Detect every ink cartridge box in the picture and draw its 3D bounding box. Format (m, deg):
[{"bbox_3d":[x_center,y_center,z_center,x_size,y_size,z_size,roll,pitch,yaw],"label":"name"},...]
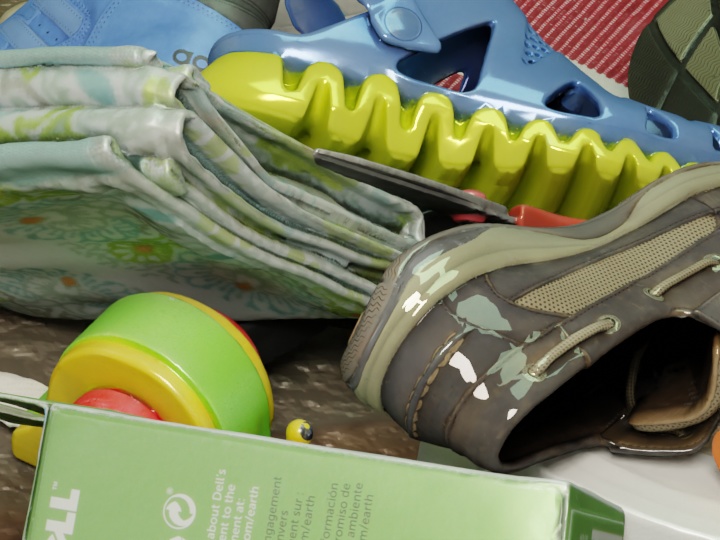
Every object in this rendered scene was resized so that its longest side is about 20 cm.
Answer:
[{"bbox_3d":[-0.032,0.077,0.708,0.199,0.060,0.104,8,-7,15],"label":"ink cartridge box"}]

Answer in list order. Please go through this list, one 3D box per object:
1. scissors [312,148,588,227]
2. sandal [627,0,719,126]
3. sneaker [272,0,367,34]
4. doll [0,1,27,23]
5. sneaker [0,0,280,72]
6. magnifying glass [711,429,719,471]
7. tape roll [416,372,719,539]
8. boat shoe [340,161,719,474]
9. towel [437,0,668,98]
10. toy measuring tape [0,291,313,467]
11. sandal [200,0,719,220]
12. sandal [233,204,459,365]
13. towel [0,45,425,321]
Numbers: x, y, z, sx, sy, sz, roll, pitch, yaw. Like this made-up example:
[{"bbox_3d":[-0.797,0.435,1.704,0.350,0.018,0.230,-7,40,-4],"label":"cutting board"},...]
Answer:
[{"bbox_3d":[0.045,-0.018,0.767,0.073,0.014,0.200,5,-8,16],"label":"scissors"},{"bbox_3d":[0.166,-0.033,0.902,0.080,0.057,0.201,-38,56,0],"label":"sandal"},{"bbox_3d":[-0.003,-0.104,1.050,0.200,0.081,0.077,30,16,-38],"label":"sneaker"},{"bbox_3d":[-0.108,-0.065,1.032,0.136,0.049,0.200,-16,34,-20],"label":"doll"},{"bbox_3d":[-0.109,-0.079,0.931,0.199,0.112,0.077,-5,-31,42],"label":"sneaker"},{"bbox_3d":[0.190,0.030,0.790,0.199,0.022,0.080,-19,78,-34],"label":"magnifying glass"},{"bbox_3d":[0.119,0.066,0.830,0.201,0.071,0.203,8,26,-4],"label":"tape roll"},{"bbox_3d":[0.085,0.023,0.760,0.199,0.075,0.073,-15,51,-37],"label":"boat shoe"},{"bbox_3d":[0.076,-0.053,0.992,0.144,0.023,0.200,32,67,36],"label":"towel"},{"bbox_3d":[-0.097,0.029,0.825,0.199,0.074,0.074,22,29,21],"label":"toy measuring tape"},{"bbox_3d":[0.041,-0.062,0.846,0.199,0.079,0.088,15,65,-16],"label":"sandal"},{"bbox_3d":[-0.001,0.000,0.919,0.200,0.048,0.075,-30,29,-19],"label":"sandal"},{"bbox_3d":[-0.096,-0.020,0.811,0.199,0.048,0.171,0,-17,32],"label":"towel"}]
